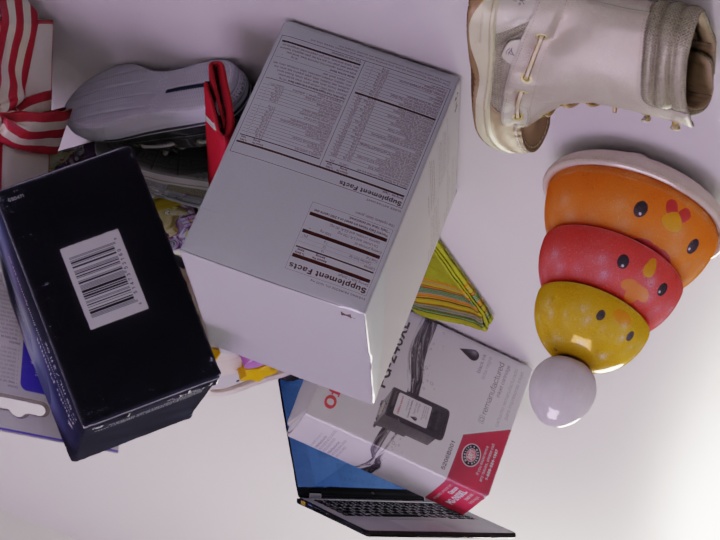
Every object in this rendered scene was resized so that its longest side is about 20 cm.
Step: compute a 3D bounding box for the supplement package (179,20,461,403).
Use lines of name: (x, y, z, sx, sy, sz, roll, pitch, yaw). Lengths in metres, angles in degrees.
supplement package: (-0.024, -0.040, 1.390, 0.146, 0.201, 0.192, 19, 158, 10)

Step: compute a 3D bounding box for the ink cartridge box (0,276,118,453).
ink cartridge box: (-0.301, 0.055, 1.589, 0.197, 0.201, 0.043, 16, 148, -33)

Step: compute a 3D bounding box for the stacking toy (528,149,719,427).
stacking toy: (0.176, 0.026, 1.341, 0.145, 0.201, 0.146, 20, 159, 8)

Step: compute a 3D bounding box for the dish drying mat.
dish drying mat: (-0.109, -0.072, 1.440, 0.018, 0.077, 0.201, -9, 147, -10)

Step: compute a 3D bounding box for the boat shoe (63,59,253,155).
boat shoe: (-0.162, -0.125, 1.508, 0.199, 0.072, 0.071, 2, 147, 39)

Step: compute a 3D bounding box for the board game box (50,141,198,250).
board game box: (-0.216, -0.063, 1.688, 0.119, 0.033, 0.200, -12, 155, 0)

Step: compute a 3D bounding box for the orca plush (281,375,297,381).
orca plush: (-0.116, 0.079, 1.839, 0.071, 0.200, 0.106, -31, 86, 37)

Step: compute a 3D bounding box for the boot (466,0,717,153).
boot: (0.153, -0.123, 1.195, 0.154, 0.073, 0.200, 14, 157, 15)

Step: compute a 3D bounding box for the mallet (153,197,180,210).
mallet: (-0.202, -0.058, 1.636, 0.198, 0.041, 0.066, -12, 156, 4)

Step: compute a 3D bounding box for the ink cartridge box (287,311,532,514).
ink cartridge box: (0.047, 0.127, 1.791, 0.199, 0.146, 0.083, 25, 158, -6)

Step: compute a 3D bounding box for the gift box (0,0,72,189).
gift box: (-0.359, -0.141, 1.483, 0.186, 0.202, 0.184, 12, -162, 33)

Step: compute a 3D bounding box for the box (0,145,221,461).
box: (-0.213, 0.034, 1.489, 0.198, 0.122, 0.201, 128, 121, -73)

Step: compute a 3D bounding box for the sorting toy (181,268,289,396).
sorting toy: (-0.104, 0.060, 1.690, 0.199, 0.107, 0.180, -19, 154, -8)

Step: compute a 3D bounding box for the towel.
towel: (0.049, -0.004, 1.656, 0.086, 0.018, 0.200, 9, 154, 31)

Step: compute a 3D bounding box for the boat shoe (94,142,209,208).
boat shoe: (-0.130, -0.077, 1.562, 0.200, 0.075, 0.065, 12, 133, 1)

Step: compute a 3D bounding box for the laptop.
laptop: (0.035, 0.189, 1.849, 0.186, 0.117, 0.199, 6, -175, -34)

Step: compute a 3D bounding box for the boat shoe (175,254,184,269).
boat shoe: (-0.235, 0.006, 1.861, 0.198, 0.072, 0.063, 15, -162, 12)
